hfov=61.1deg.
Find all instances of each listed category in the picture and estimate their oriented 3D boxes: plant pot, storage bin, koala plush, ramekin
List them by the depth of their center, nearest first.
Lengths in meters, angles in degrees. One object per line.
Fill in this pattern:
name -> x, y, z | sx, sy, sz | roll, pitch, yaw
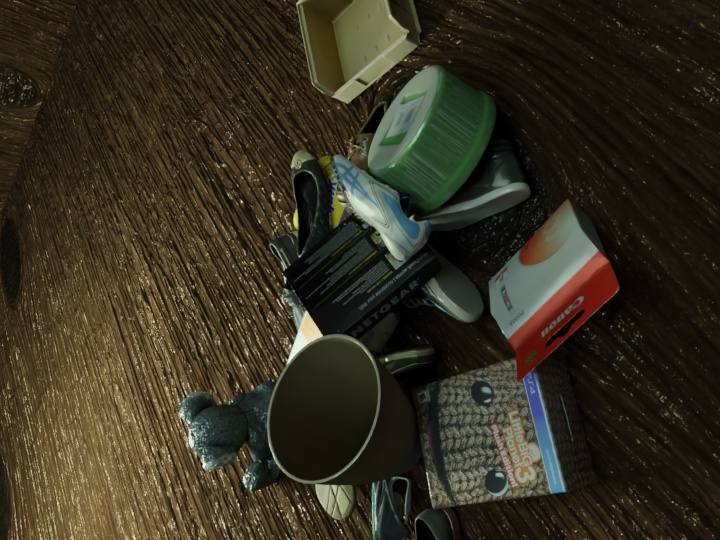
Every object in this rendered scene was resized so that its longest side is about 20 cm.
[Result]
plant pot -> 0.003, 0.216, 0.847 | 0.184, 0.199, 0.192 | -19, 53, 28
ramekin -> 0.096, -0.196, 0.894 | 0.200, 0.096, 0.202 | -48, 25, 31
storage bin -> -0.006, -0.444, 1.093 | 0.198, 0.092, 0.204 | -28, 65, 38
koala plush -> -0.231, 0.291, 1.125 | 0.185, 0.197, 0.179 | -52, 52, 24

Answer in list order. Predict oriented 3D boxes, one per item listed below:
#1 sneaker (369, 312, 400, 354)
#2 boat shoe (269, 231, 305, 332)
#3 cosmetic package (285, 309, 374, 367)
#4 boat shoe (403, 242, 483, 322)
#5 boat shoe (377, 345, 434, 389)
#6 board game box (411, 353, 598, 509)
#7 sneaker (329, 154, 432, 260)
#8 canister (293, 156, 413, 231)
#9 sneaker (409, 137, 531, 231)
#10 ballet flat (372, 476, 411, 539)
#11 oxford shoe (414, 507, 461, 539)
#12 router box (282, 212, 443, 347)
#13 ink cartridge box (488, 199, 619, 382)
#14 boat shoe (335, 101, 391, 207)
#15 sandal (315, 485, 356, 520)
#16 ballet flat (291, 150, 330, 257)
sneaker -> -0.001, 0.044, 1.039 | 0.087, 0.074, 0.201 | -48, 62, 17
boat shoe -> -0.126, 0.034, 1.124 | 0.072, 0.062, 0.206 | 6, 108, 54
cosmetic package -> -0.061, 0.151, 0.993 | 0.102, 0.070, 0.204 | 47, 127, 39
boat shoe -> 0.104, 0.030, 0.938 | 0.201, 0.073, 0.094 | 51, 135, 36
boat shoe -> 0.047, 0.168, 0.966 | 0.199, 0.071, 0.068 | -27, 71, 45
board game box -> 0.182, 0.213, 0.803 | 0.198, 0.095, 0.164 | -27, 66, 39
sneaker -> 0.025, -0.099, 0.863 | 0.072, 0.072, 0.201 | -38, 63, -5
canister -> -0.015, -0.092, 1.053 | 0.199, 0.085, 0.152 | 35, 107, 40
sneaker -> 0.154, -0.128, 0.908 | 0.197, 0.070, 0.102 | -19, 67, 37
ballet flat -> 0.043, 0.318, 0.952 | 0.072, 0.072, 0.205 | -29, 58, 37
oxford shoe -> 0.110, 0.440, 0.853 | 0.070, 0.074, 0.205 | -26, 66, 37
router box -> 0.000, 0.000, 0.899 | 0.199, 0.051, 0.150 | -39, 59, 2
ink cartridge box -> 0.223, 0.018, 0.744 | 0.050, 0.201, 0.163 | 36, 117, -6
boat shoe -> 0.006, -0.191, 0.987 | 0.070, 0.069, 0.202 | 2, 49, 33
sandal -> -0.050, 0.340, 1.048 | 0.199, 0.053, 0.082 | 36, 104, 57
ballet flat -> -0.088, -0.112, 1.027 | 0.066, 0.056, 0.205 | -23, 70, 36
